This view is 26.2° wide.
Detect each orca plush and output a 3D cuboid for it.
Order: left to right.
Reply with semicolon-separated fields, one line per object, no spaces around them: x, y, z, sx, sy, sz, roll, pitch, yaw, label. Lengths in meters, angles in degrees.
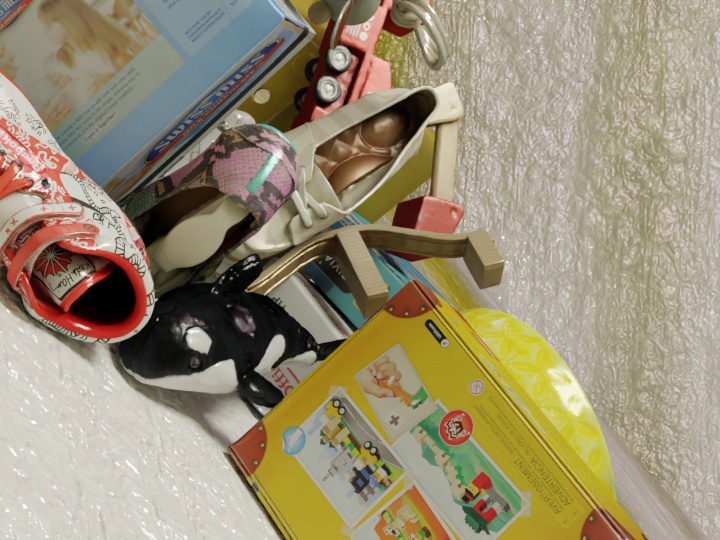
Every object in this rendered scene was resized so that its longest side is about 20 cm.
-0.062;0.029;0.921;0.200;0.071;0.105;12;19;-48;orca plush

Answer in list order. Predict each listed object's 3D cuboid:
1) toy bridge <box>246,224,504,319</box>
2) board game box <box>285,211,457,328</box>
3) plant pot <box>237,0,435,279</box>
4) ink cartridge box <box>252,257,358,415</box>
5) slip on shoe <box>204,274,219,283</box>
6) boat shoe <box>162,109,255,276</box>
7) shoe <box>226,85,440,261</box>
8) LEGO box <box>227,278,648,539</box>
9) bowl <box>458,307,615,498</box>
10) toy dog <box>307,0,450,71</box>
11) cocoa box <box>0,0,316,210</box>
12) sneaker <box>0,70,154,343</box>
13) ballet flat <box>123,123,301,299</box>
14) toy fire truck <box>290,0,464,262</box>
0.000;0.000;1.055;0.027;0.200;0.067;96;-26;-47;toy bridge
0.005;0.002;1.192;0.151;0.047;0.200;46;6;25;board game box
-0.076;-0.129;1.268;0.194;0.195;0.200;50;0;22;plant pot
-0.027;0.067;1.098;0.116;0.068;0.200;50;8;32;ink cartridge box
-0.136;-0.052;1.143;0.074;0.061;0.200;-5;62;-55;slip on shoe
-0.106;-0.091;1.080;0.071;0.069;0.200;40;27;-58;boat shoe
-0.022;-0.073;1.054;0.053;0.200;0.070;-10;-66;56;shoe
0.044;0.129;0.854;0.200;0.149;0.077;52;9;31;LEGO box
0.054;0.132;0.971;0.108;0.200;0.200;-15;50;-31;bowl
-0.024;-0.196;0.983;0.132;0.096;0.200;51;-10;33;toy dog
-0.148;-0.132;0.947;0.133;0.200;0.131;49;8;1;cocoa box
-0.183;-0.043;0.805;0.201;0.067;0.108;46;5;-26;sneaker
-0.106;-0.021;0.917;0.069;0.200;0.071;44;51;-11;ballet flat
0.026;-0.122;1.152;0.141;0.200;0.049;24;-14;-19;toy fire truck
